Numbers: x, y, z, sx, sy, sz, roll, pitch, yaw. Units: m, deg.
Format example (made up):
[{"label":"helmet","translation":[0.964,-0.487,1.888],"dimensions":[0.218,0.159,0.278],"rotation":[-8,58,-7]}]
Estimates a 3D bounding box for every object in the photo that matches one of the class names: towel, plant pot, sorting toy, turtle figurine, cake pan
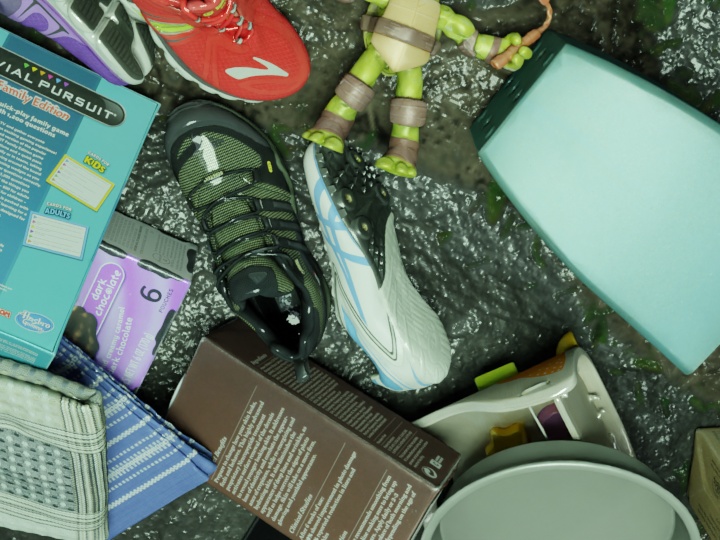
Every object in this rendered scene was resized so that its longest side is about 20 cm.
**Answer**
[{"label":"towel","translation":[-0.260,0.110,0.738],"dimensions":[0.199,0.035,0.193],"rotation":[16,142,1]},{"label":"plant pot","translation":[0.180,-0.063,0.777],"dimensions":[0.200,0.141,0.142],"rotation":[37,105,-10]},{"label":"sorting toy","translation":[0.110,0.147,0.883],"dimensions":[0.179,0.107,0.200],"rotation":[-21,123,17]},{"label":"towel","translation":[-0.213,0.110,0.795],"dimensions":[0.145,0.024,0.200],"rotation":[-34,116,24]},{"label":"turtle figurine","translation":[0.017,-0.153,0.760],"dimensions":[0.199,0.064,0.162],"rotation":[19,95,-20]},{"label":"cake pan","translation":[0.142,0.196,0.828],"dimensions":[0.199,0.037,0.201],"rotation":[2,127,2]}]

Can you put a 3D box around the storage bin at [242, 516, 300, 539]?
[{"label":"storage bin","translation":[-0.041,0.264,0.855],"dimensions":[0.093,0.200,0.136],"rotation":[26,108,-16]}]

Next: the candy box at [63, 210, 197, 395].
[{"label":"candy box","translation":[-0.241,0.024,0.807],"dimensions":[0.199,0.072,0.168],"rotation":[24,109,-14]}]

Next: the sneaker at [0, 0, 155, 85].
[{"label":"sneaker","translation":[-0.218,-0.188,0.733],"dimensions":[0.200,0.081,0.083],"rotation":[39,130,-20]}]

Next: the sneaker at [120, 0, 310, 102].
[{"label":"sneaker","translation":[-0.101,-0.166,0.715],"dimensions":[0.200,0.085,0.077],"rotation":[36,88,-37]}]

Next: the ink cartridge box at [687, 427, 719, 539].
[{"label":"ink cartridge box","translation":[0.360,0.195,0.864],"dimensions":[0.164,0.200,0.076],"rotation":[-1,113,-4]}]

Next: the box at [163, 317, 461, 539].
[{"label":"box","translation":[-0.039,0.131,0.830],"dimensions":[0.199,0.075,0.100],"rotation":[31,109,10]}]

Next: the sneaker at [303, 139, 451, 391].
[{"label":"sneaker","translation":[0.000,0.000,0.825],"dimensions":[0.072,0.072,0.201],"rotation":[-14,109,31]}]

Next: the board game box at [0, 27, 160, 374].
[{"label":"board game box","translation":[-0.230,-0.052,0.716],"dimensions":[0.150,0.201,0.047],"rotation":[25,145,-14]}]

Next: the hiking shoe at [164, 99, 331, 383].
[{"label":"hiking shoe","translation":[-0.071,-0.023,0.787],"dimensions":[0.075,0.101,0.201],"rotation":[-26,112,5]}]
